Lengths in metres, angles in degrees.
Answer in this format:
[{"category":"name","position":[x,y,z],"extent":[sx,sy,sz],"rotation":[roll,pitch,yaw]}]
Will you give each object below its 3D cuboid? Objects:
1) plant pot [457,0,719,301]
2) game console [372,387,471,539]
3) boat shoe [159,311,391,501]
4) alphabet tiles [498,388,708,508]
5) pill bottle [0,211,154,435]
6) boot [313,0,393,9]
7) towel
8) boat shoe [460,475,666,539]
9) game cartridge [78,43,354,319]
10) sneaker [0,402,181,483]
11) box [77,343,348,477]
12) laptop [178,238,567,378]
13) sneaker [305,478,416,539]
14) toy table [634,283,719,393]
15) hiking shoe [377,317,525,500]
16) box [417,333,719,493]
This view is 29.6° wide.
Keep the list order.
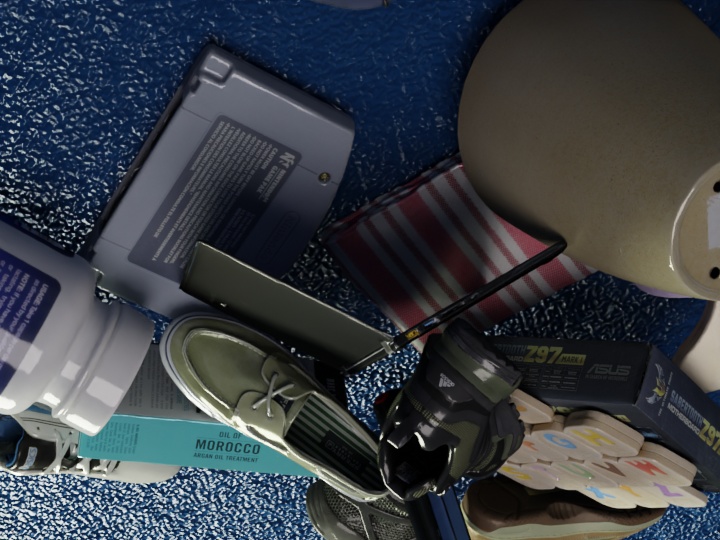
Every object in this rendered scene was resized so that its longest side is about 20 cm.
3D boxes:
[{"category":"plant pot","position":[0.182,-0.068,0.838],"extent":[0.186,0.200,0.189],"rotation":[-8,117,-16]},{"category":"game console","position":[0.057,0.182,0.984],"extent":[0.031,0.177,0.202],"rotation":[-19,84,3]},{"category":"boat shoe","position":[-0.052,0.093,0.964],"extent":[0.199,0.062,0.072],"rotation":[34,77,-7]},{"category":"alphabet tiles","position":[0.147,0.135,0.997],"extent":[0.195,0.015,0.200],"rotation":[30,158,-21]},{"category":"pill bottle","position":[-0.245,0.026,0.912],"extent":[0.199,0.120,0.120],"rotation":[31,118,-14]},{"category":"boot","position":[0.030,-0.211,0.839],"extent":[0.198,0.075,0.097],"rotation":[2,154,-23]},{"category":"towel","position":[0.090,-0.026,0.994],"extent":[0.199,0.030,0.147],"rotation":[-29,125,17]},{"category":"boat shoe","position":[0.161,0.208,1.131],"extent":[0.198,0.072,0.077],"rotation":[3,123,-26]},{"category":"game cartridge","position":[-0.096,-0.048,0.947],"extent":[0.132,0.042,0.200],"rotation":[23,120,-27]},{"category":"sneaker","position":[-0.231,0.133,1.041],"extent":[0.199,0.073,0.072],"rotation":[17,121,-20]},{"category":"box","position":[-0.110,0.104,1.029],"extent":[0.198,0.083,0.049],"rotation":[7,127,-12]},{"category":"laptop","position":[0.000,0.000,0.895],"extent":[0.199,0.187,0.116],"rotation":[-29,87,-14]},{"category":"sneaker","position":[0.062,0.212,1.132],"extent":[0.199,0.077,0.114],"rotation":[38,120,-23]},{"category":"toy table","position":[0.301,0.015,0.967],"extent":[0.198,0.184,0.118],"rotation":[-12,112,17]},{"category":"hiking shoe","position":[0.049,0.102,0.873],"extent":[0.101,0.076,0.200],"rotation":[-41,157,-12]},{"category":"box","position":[0.160,0.103,1.000],"extent":[0.199,0.051,0.157],"rotation":[-1,152,44]}]
